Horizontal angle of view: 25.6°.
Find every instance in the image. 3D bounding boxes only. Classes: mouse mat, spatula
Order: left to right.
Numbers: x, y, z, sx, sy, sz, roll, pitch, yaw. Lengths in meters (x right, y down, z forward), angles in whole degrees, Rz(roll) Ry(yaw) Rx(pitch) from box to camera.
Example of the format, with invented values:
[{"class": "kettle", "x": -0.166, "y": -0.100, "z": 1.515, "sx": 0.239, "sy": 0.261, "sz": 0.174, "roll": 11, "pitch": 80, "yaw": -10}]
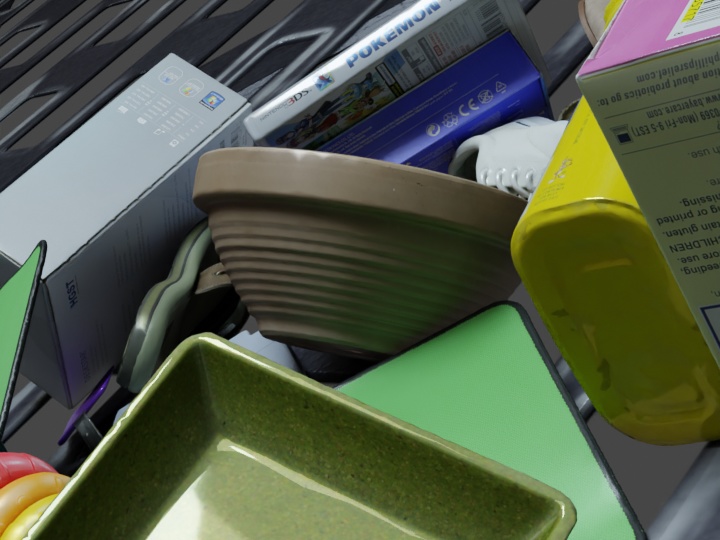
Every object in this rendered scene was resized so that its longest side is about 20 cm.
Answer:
[{"class": "mouse mat", "x": -0.244, "y": 0.089, "z": 0.951, "sx": 0.200, "sy": 0.008, "sz": 0.161, "roll": -42, "pitch": 32, "yaw": 39}, {"class": "spatula", "x": -0.164, "y": 0.114, "z": 0.988, "sx": 0.057, "sy": 0.021, "sz": 0.200, "roll": -52, "pitch": 26, "yaw": 9}, {"class": "mouse mat", "x": 0.032, "y": 0.103, "z": 0.747, "sx": 0.161, "sy": 0.008, "sz": 0.200, "roll": -28, "pitch": 37, "yaw": 5}]

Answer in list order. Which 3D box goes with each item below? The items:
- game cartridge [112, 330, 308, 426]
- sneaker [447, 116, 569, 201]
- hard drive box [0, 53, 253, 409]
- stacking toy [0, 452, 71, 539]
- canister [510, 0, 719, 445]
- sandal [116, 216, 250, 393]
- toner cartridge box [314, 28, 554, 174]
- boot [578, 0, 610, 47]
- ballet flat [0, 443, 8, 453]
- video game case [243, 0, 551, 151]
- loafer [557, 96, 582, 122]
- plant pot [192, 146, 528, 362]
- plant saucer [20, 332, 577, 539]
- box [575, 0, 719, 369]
[{"class": "game cartridge", "x": -0.080, "y": 0.105, "z": 0.894, "sx": 0.133, "sy": 0.042, "sz": 0.200, "roll": -36, "pitch": 23, "yaw": 0}, {"class": "sneaker", "x": 0.108, "y": -0.049, "z": 0.921, "sx": 0.071, "sy": 0.073, "sz": 0.200, "roll": -25, "pitch": 10, "yaw": -11}, {"class": "hard drive box", "x": -0.165, "y": -0.027, "z": 1.096, "sx": 0.077, "sy": 0.156, "sz": 0.200, "roll": 33, "pitch": 58, "yaw": 20}, {"class": "stacking toy", "x": -0.133, "y": 0.152, "z": 0.766, "sx": 0.200, "sy": 0.116, "sz": 0.110, "roll": 5, "pitch": 76, "yaw": 39}, {"class": "canister", "x": 0.153, "y": -0.034, "z": 0.749, "sx": 0.086, "sy": 0.149, "sz": 0.200, "roll": -13, "pitch": 32, "yaw": 36}, {"class": "sandal", "x": -0.104, "y": 0.028, "z": 1.047, "sx": 0.057, "sy": 0.080, "sz": 0.201, "roll": 17, "pitch": 29, "yaw": 6}, {"class": "toner cartridge box", "x": 0.028, "y": -0.069, "z": 1.025, "sx": 0.200, "sy": 0.095, "sz": 0.043, "roll": -32, "pitch": 68, "yaw": 0}, {"class": "boot", "x": 0.225, "y": -0.199, "z": 1.058, "sx": 0.146, "sy": 0.070, "sz": 0.200, "roll": -36, "pitch": 11, "yaw": 20}, {"class": "ballet flat", "x": -0.229, "y": 0.151, "z": 0.962, "sx": 0.069, "sy": 0.070, "sz": 0.200, "roll": -36, "pitch": 22, "yaw": -11}, {"class": "video game case", "x": 0.032, "y": -0.112, "z": 1.034, "sx": 0.182, "sy": 0.022, "sz": 0.200, "roll": -33, "pitch": -18, "yaw": 5}, {"class": "loafer", "x": 0.200, "y": -0.113, "z": 0.942, "sx": 0.200, "sy": 0.067, "sz": 0.076, "roll": -15, "pitch": 28, "yaw": 33}, {"class": "plant pot", "x": 0.000, "y": 0.000, "z": 0.875, "sx": 0.201, "sy": 0.201, "sz": 0.093, "roll": 2, "pitch": 78, "yaw": 52}, {"class": "plant saucer", "x": -0.040, "y": 0.142, "z": 0.657, "sx": 0.200, "sy": 0.048, "sz": 0.200, "roll": 23, "pitch": 56, "yaw": 22}, {"class": "box", "x": 0.197, "y": -0.054, "z": 0.662, "sx": 0.097, "sy": 0.200, "sz": 0.176, "roll": -12, "pitch": 30, "yaw": 36}]
